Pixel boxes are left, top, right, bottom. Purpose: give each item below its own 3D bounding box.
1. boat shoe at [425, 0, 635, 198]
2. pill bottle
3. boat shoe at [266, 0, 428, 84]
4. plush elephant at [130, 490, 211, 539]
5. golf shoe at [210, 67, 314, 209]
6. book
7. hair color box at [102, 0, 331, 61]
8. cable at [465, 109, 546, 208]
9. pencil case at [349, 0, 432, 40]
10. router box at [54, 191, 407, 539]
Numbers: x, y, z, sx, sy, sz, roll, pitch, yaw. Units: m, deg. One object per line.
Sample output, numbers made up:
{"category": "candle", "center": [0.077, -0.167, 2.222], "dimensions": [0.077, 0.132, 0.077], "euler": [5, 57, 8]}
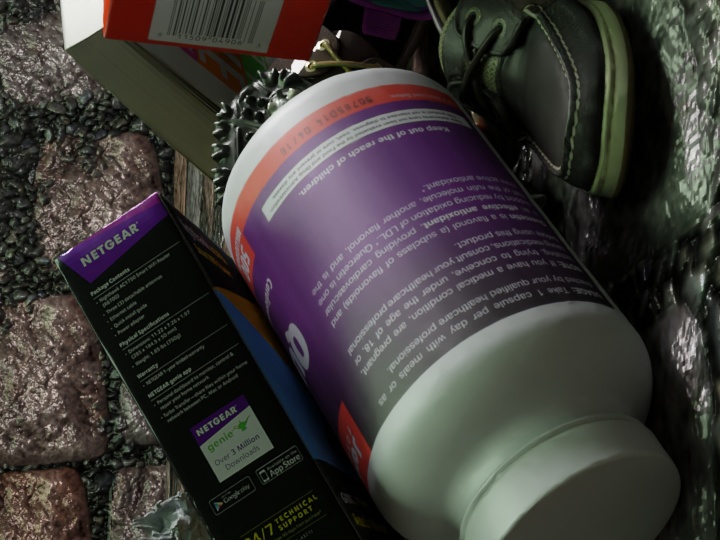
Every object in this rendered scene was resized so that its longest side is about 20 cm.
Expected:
{"category": "boat shoe", "center": [0.063, -0.086, 0.688], "dimensions": [0.200, 0.064, 0.074], "euler": [-105, 18, -64]}
{"category": "pill bottle", "center": [0.032, 0.023, 0.627], "dimensions": [0.201, 0.111, 0.113], "euler": [57, 147, 39]}
{"category": "boat shoe", "center": [-0.009, -0.112, 0.931], "dimensions": [0.201, 0.071, 0.060], "euler": [-59, 0, -39]}
{"category": "plush elephant", "center": [-0.042, 0.193, 1.009], "dimensions": [0.155, 0.164, 0.200], "euler": [54, -164, 12]}
{"category": "golf shoe", "center": [0.000, 0.000, 0.780], "dimensions": [0.201, 0.077, 0.088], "euler": [56, -176, 13]}
{"category": "book", "center": [-0.104, -0.134, 0.968], "dimensions": [0.200, 0.048, 0.135], "euler": [38, -148, -52]}
{"category": "hair color box", "center": [-0.075, -0.213, 0.878], "dimensions": [0.064, 0.110, 0.202], "euler": [117, 153, -56]}
{"category": "cable", "center": [0.040, -0.033, 0.803], "dimensions": [0.200, 0.050, 0.098], "euler": [169, 83, -76]}
{"category": "pencil case", "center": [0.018, -0.229, 0.909], "dimensions": [0.093, 0.084, 0.202], "euler": [-50, 35, 46]}
{"category": "router box", "center": [-0.038, 0.064, 0.674], "dimensions": [0.150, 0.051, 0.200], "euler": [58, -179, 14]}
